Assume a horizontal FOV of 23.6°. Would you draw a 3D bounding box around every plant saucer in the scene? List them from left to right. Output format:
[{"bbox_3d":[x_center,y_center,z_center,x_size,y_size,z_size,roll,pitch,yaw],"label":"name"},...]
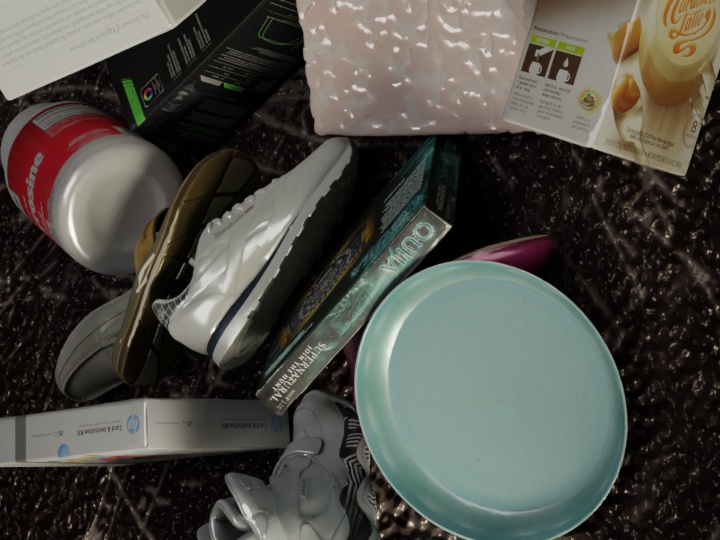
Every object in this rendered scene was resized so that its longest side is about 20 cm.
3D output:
[{"bbox_3d":[0.090,0.088,1.167,0.199,0.027,0.202,8,108,27],"label":"plant saucer"}]

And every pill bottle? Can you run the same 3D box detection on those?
[{"bbox_3d":[-0.231,-0.077,1.441,0.200,0.112,0.113,32,105,56],"label":"pill bottle"}]

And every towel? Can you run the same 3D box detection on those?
[{"bbox_3d":[0.042,-0.195,1.221,0.189,0.032,0.202,1,107,26],"label":"towel"}]

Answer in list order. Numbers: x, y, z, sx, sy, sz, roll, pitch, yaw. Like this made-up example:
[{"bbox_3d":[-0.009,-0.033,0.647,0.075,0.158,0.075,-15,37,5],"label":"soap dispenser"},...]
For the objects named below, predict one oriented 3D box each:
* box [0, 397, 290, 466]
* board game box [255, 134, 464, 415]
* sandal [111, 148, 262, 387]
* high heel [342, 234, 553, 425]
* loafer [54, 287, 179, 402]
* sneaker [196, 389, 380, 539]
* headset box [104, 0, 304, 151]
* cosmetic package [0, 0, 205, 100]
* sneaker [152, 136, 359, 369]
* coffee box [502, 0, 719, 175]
[{"bbox_3d":[-0.178,0.128,1.351,0.199,0.155,0.042,-12,78,39],"label":"box"},{"bbox_3d":[0.000,0.000,1.245,0.200,0.028,0.136,-48,13,26],"label":"board game box"},{"bbox_3d":[-0.146,-0.007,1.344,0.054,0.080,0.201,27,91,41],"label":"sandal"},{"bbox_3d":[0.071,0.049,1.215,0.199,0.067,0.097,-32,74,39],"label":"high heel"},{"bbox_3d":[-0.180,0.055,1.421,0.200,0.070,0.070,-41,51,29],"label":"loafer"},{"bbox_3d":[-0.053,0.154,1.230,0.201,0.114,0.075,-101,31,-48],"label":"sneaker"},{"bbox_3d":[-0.128,-0.221,1.402,0.200,0.092,0.175,-39,59,31],"label":"headset box"},{"bbox_3d":[-0.224,-0.263,1.289,0.198,0.123,0.201,-15,113,40],"label":"cosmetic package"},{"bbox_3d":[-0.075,-0.026,1.299,0.080,0.076,0.201,33,80,20],"label":"sneaker"},{"bbox_3d":[0.181,-0.174,1.110,0.079,0.114,0.202,22,98,41],"label":"coffee box"}]
